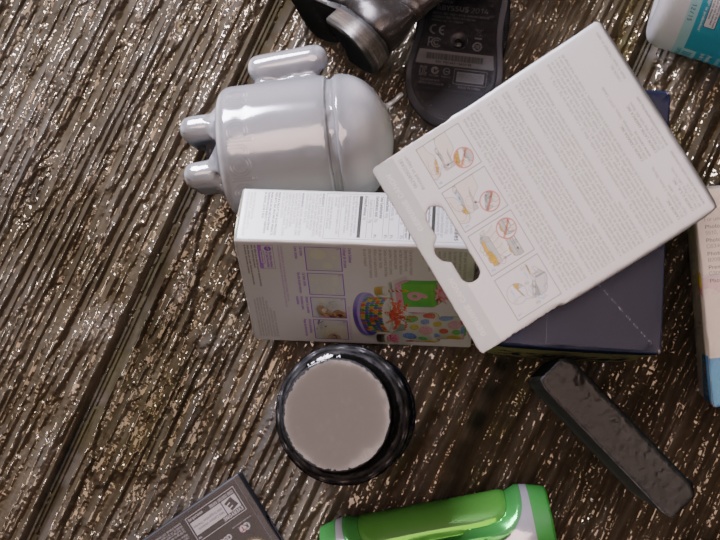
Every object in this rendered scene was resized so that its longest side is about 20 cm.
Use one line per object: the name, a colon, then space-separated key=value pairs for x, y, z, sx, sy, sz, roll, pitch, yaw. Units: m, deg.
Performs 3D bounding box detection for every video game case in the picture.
video game case: x=-0.140 y=0.313 z=1.129 sx=0.199 sy=0.026 sz=0.182 roll=-34 pitch=83 yaw=0

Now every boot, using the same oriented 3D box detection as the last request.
boot: x=0.028 y=-0.273 z=1.128 sx=0.174 sy=0.069 sz=0.200 roll=-41 pitch=54 yaw=-5

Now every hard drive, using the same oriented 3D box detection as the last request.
hard drive: x=0.198 y=0.130 z=1.031 sx=0.033 sy=0.200 sz=0.140 roll=-43 pitch=83 yaw=0

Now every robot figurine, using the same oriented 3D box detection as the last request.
robot figurine: x=-0.056 y=-0.110 z=1.117 sx=0.197 sy=0.113 sz=0.173 roll=-7 pitch=90 yaw=4

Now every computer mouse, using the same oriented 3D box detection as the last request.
computer mouse: x=0.098 y=-0.212 z=1.150 sx=0.136 sy=0.053 sz=0.203 roll=12 pitch=74 yaw=7

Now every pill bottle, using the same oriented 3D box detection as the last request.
pill bottle: x=-0.011 y=0.119 z=1.048 sx=0.110 sy=0.200 sz=0.114 roll=0 pitch=84 yaw=4
pill bottle: x=0.356 y=-0.220 z=1.096 sx=0.197 sy=0.111 sz=0.112 roll=19 pitch=86 yaw=6

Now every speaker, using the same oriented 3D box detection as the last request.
speaker: x=0.068 y=0.239 z=1.089 sx=0.197 sy=0.088 sz=0.090 roll=-11 pitch=84 yaw=3

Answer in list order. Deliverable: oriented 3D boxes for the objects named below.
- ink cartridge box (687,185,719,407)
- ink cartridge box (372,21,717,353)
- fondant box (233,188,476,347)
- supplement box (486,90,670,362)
ink cartridge box: x=0.340 y=0.004 z=1.056 sx=0.123 sy=0.128 sz=0.204 roll=-4 pitch=89 yaw=11
ink cartridge box: x=0.134 y=-0.060 z=0.934 sx=0.199 sy=0.057 sz=0.164 roll=-33 pitch=83 yaw=9
fondant box: x=0.000 y=0.000 z=1.085 sx=0.197 sy=0.145 sz=0.059 roll=3 pitch=54 yaw=5
supplement box: x=0.170 y=-0.030 z=1.048 sx=0.132 sy=0.200 sz=0.203 roll=3 pitch=85 yaw=5
